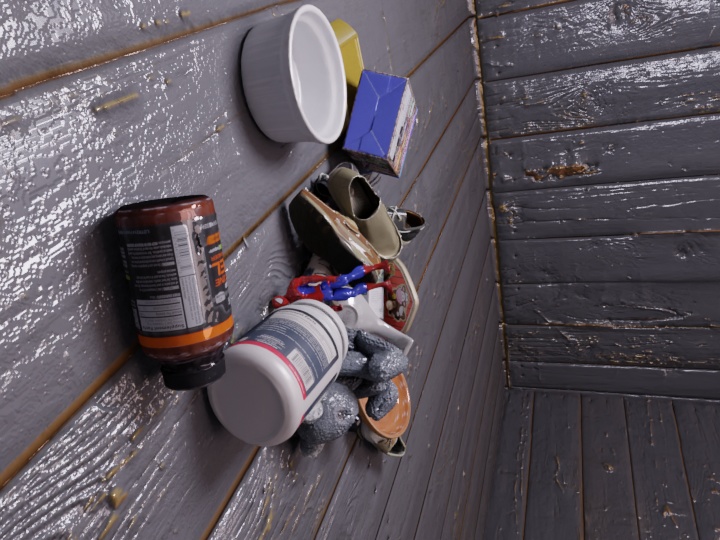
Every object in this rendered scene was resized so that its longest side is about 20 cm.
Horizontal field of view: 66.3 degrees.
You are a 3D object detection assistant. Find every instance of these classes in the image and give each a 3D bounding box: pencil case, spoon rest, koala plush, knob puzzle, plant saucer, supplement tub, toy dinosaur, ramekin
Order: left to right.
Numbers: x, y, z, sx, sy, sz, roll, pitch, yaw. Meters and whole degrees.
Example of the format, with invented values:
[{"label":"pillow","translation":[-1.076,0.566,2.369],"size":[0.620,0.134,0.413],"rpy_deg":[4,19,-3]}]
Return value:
[{"label":"supplement tub","translation":[-0.198,0.024,0.608],"size":[0.107,0.105,0.205],"rpy_deg":[-35,122,-64]},{"label":"supplement tub","translation":[-0.109,0.135,0.781],"size":[0.200,0.137,0.144],"rpy_deg":[-42,127,-62]},{"label":"ramekin","translation":[-0.103,-0.299,0.871],"size":[0.200,0.096,0.206],"rpy_deg":[-2,90,-68]},{"label":"pencil case","translation":[-0.052,-0.008,1.002],"size":[0.089,0.078,0.202],"rpy_deg":[32,48,-16]},{"label":"koala plush","translation":[-0.045,0.214,0.949],"size":[0.201,0.181,0.179],"rpy_deg":[-50,158,-35]},{"label":"plant saucer","translation":[-0.034,-0.387,1.116],"size":[0.201,0.047,0.203],"rpy_deg":[-61,144,-52]},{"label":"toy dinosaur","translation":[-0.002,-0.156,1.189],"size":[0.182,0.196,0.107],"rpy_deg":[113,-38,-66]},{"label":"spoon rest","translation":[0.005,0.102,1.054],"size":[0.101,0.197,0.061],"rpy_deg":[-60,-164,6]},{"label":"plant saucer","translation":[0.040,0.266,1.206],"size":[0.199,0.037,0.204],"rpy_deg":[35,42,-39]},{"label":"knob puzzle","translation":[0.054,0.056,1.173],"size":[0.030,0.218,0.225],"rpy_deg":[-7,97,-31]}]

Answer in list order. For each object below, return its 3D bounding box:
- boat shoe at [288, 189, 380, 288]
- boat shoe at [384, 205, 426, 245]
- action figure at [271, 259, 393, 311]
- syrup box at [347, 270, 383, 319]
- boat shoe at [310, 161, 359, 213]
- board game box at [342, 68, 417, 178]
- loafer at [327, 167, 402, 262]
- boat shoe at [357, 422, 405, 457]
[{"label":"boat shoe","translation":[-0.040,-0.056,0.942],"size":[0.201,0.075,0.074],"rpy_deg":[49,40,-13]},{"label":"boat shoe","translation":[0.056,-0.107,1.092],"size":[0.198,0.067,0.073],"rpy_deg":[15,53,-49]},{"label":"action figure","translation":[-0.046,0.031,0.888],"size":[0.052,0.195,0.067],"rpy_deg":[-105,-176,-58]},{"label":"syrup box","translation":[0.000,0.000,1.138],"size":[0.078,0.080,0.205],"rpy_deg":[9,81,-64]},{"label":"boat shoe","translation":[-0.055,-0.148,1.020],"size":[0.202,0.071,0.063],"rpy_deg":[-64,146,-38]},{"label":"board game box","translation":[0.046,-0.298,1.150],"size":[0.200,0.095,0.163],"rpy_deg":[6,99,-79]},{"label":"loafer","translation":[0.014,-0.093,0.983],"size":[0.076,0.068,0.201],"rpy_deg":[-44,113,-13]},{"label":"boat shoe","translation":[0.053,0.371,1.255],"size":[0.076,0.067,0.201],"rpy_deg":[-61,147,-19]}]
